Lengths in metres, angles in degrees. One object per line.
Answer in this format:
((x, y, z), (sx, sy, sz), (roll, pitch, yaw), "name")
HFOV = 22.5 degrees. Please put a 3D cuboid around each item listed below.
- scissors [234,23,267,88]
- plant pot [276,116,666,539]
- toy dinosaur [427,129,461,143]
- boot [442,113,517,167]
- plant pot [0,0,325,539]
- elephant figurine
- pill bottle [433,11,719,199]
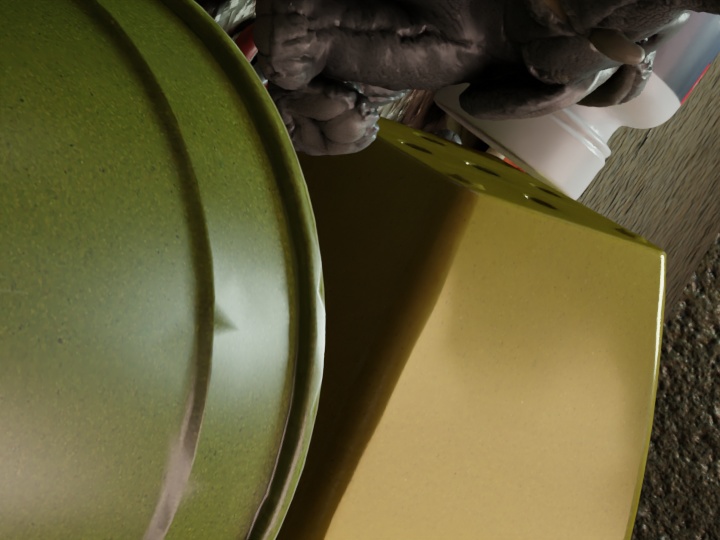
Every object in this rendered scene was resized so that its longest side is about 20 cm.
((-0.017, -0.108, 0.847), (0.200, 0.014, 0.073), (-40, 158, -50), "scissors")
((0.021, 0.034, 0.818), (0.199, 0.200, 0.177), (15, 104, -39), "plant pot")
((0.000, 0.000, 1.004), (0.136, 0.102, 0.201), (135, -27, -70), "toy dinosaur")
((0.121, -0.125, 1.064), (0.107, 0.075, 0.200), (-15, 149, -39), "boot")
((-0.141, 0.009, 0.376), (0.201, 0.200, 0.193), (-58, 154, 13), "plant pot")
((0.064, -0.107, 0.687), (0.142, 0.199, 0.156), (84, 8, -50), "elephant figurine")
((0.131, -0.141, 0.909), (0.200, 0.119, 0.120), (-54, 166, 4), "pill bottle")
